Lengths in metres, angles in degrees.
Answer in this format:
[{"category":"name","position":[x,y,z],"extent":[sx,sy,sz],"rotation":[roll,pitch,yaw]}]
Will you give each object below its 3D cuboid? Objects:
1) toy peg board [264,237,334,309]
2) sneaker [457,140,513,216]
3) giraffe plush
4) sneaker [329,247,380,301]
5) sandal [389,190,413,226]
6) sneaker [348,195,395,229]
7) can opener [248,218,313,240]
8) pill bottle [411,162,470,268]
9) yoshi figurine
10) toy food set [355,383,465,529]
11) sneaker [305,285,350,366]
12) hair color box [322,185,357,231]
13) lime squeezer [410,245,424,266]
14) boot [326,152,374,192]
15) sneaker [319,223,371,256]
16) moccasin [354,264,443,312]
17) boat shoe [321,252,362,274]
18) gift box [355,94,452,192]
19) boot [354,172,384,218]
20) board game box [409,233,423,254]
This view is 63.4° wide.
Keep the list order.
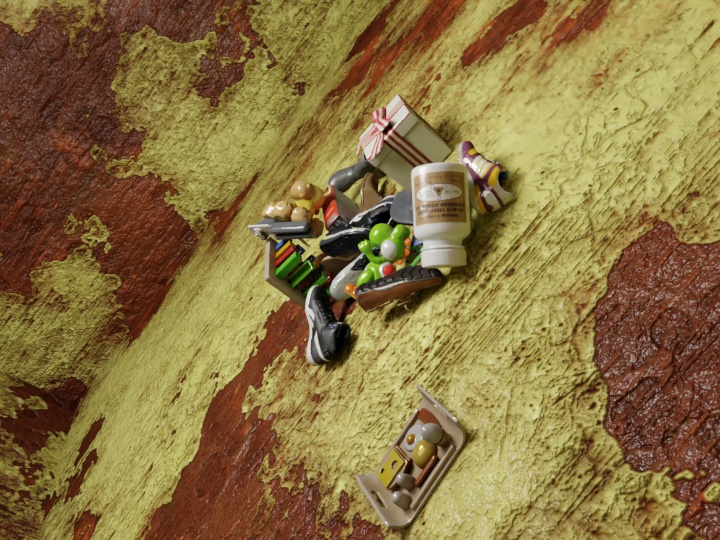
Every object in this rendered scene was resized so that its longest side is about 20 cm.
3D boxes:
[{"category":"toy peg board","position":[-0.148,-0.005,1.558],"extent":[0.098,0.200,0.199],"rotation":[-41,29,18]},{"category":"sneaker","position":[0.265,-0.205,1.230],"extent":[0.090,0.075,0.200],"rotation":[-21,54,21]},{"category":"giraffe plush","position":[-0.157,-0.181,1.646],"extent":[0.172,0.200,0.162],"rotation":[16,73,19]},{"category":"sneaker","position":[0.000,0.000,1.451],"extent":[0.200,0.072,0.073],"rotation":[-39,17,21]},{"category":"sandal","position":[0.131,-0.128,1.338],"extent":[0.076,0.043,0.200],"rotation":[-61,35,6]},{"category":"sneaker","position":[0.019,-0.113,1.512],"extent":[0.200,0.073,0.112],"rotation":[-41,10,25]},{"category":"can opener","position":[-0.213,-0.114,1.549],"extent":[0.200,0.053,0.067],"rotation":[3,60,31]},{"category":"pill bottle","position":[0.163,-0.107,1.172],"extent":[0.114,0.114,0.200],"rotation":[-8,83,57]},{"category":"yoshi figurine","position":[0.038,-0.026,1.351],"extent":[0.200,0.112,0.112],"rotation":[-60,5,6]},{"category":"toy food set","position":[0.076,0.302,0.969],"extent":[0.200,0.060,0.143],"rotation":[-55,26,-1]},{"category":"sneaker","position":[-0.069,0.120,1.387],"extent":[0.112,0.073,0.200],"rotation":[-24,59,41]},{"category":"hair color box","position":[-0.055,-0.160,1.691],"extent":[0.061,0.101,0.200],"rotation":[-47,26,19]},{"category":"lime squeezer","position":[0.140,-0.080,1.256],"extent":[0.071,0.038,0.200],"rotation":[-127,33,-56]},{"category":"boot","position":[-0.005,-0.299,1.718],"extent":[0.182,0.073,0.200],"rotation":[-37,10,-13]},{"category":"sneaker","position":[-0.029,-0.093,1.469],"extent":[0.200,0.072,0.083],"rotation":[-7,46,45]},{"category":"moccasin","position":[0.085,0.045,1.246],"extent":[0.201,0.078,0.074],"rotation":[-22,21,20]},{"category":"boat shoe","position":[-0.019,-0.038,1.531],"extent":[0.200,0.073,0.063],"rotation":[-10,43,41]},{"category":"gift box","position":[0.098,-0.326,1.530],"extent":[0.200,0.187,0.185],"rotation":[-47,26,14]},{"category":"boot","position":[0.040,-0.198,1.632],"extent":[0.075,0.074,0.200],"rotation":[-15,51,31]},{"category":"board game box","position":[0.191,-0.142,1.326],"extent":[0.135,0.034,0.200],"rotation":[-21,43,50]}]
